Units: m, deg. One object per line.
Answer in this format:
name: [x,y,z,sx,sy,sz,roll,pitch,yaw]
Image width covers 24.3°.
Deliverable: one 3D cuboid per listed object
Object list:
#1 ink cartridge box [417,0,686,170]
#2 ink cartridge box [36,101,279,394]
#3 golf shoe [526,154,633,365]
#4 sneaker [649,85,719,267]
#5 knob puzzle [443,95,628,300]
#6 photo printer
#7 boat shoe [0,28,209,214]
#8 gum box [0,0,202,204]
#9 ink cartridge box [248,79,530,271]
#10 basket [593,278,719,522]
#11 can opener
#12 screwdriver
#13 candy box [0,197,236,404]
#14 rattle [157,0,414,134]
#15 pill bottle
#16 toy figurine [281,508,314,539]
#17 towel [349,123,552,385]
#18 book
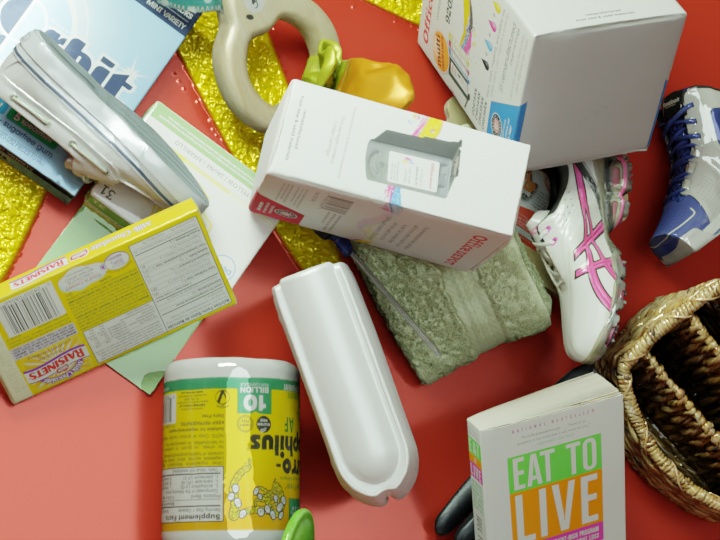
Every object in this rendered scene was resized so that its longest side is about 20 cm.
ink cartridge box: [0.157,-0.209,1.442,0.144,0.147,0.200,-11,46,-19]
ink cartridge box: [-0.172,-0.019,1.403,0.145,0.048,0.200,37,70,-10]
golf shoe: [0.186,-0.015,1.476,0.092,0.073,0.200,9,69,-10]
sneaker: [0.311,-0.104,1.562,0.115,0.081,0.199,43,64,-3]
knob puzzle: [0.158,-0.099,1.530,0.219,0.030,0.220,3,80,-17]
photo printer: [-0.008,0.096,1.375,0.069,0.166,0.200,-20,87,0]
boat shoe: [-0.212,-0.104,1.352,0.067,0.074,0.200,-43,99,9]
gum box: [-0.257,-0.185,1.403,0.170,0.045,0.200,35,73,-11]
ink cartridge box: [0.019,-0.073,1.357,0.200,0.148,0.086,14,77,-8]
basket: [0.314,0.123,1.481,0.143,0.149,0.200,-41,96,-20]
can opener: [0.140,0.163,1.469,0.200,0.063,0.079,-43,122,-10]
screwdriver: [0.000,0.000,1.424,0.029,0.028,0.200,-35,80,-2]
candy box: [-0.207,0.025,1.344,0.200,0.026,0.102,-24,129,-7]
rattle: [-0.069,-0.199,1.395,0.130,0.143,0.200,-37,117,-10]
pill bottle: [-0.105,0.175,1.356,0.113,0.113,0.200,3,79,-17]
toy figurine: [0.024,0.299,1.311,0.184,0.150,0.200,9,98,15]
towel: [0.070,-0.013,1.461,0.148,0.036,0.200,-25,96,-4]
book: [0.159,0.201,1.433,0.133,0.048,0.200,-15,116,-19]
